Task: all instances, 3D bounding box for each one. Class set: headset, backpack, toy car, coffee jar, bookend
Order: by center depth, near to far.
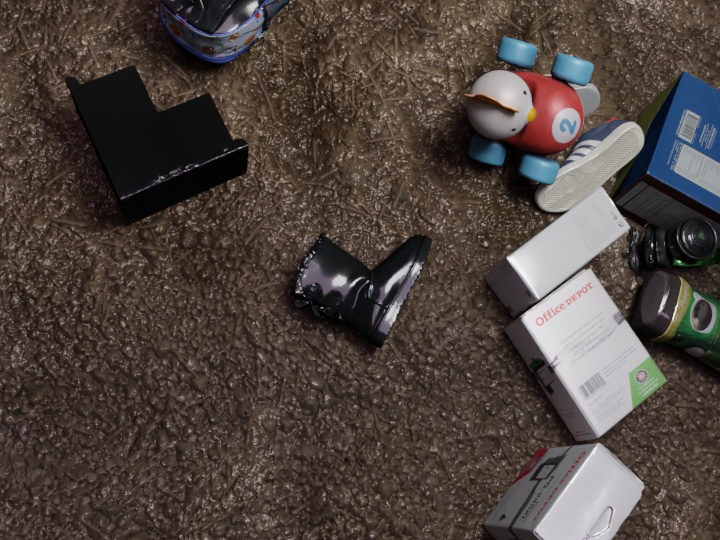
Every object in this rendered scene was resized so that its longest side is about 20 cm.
[{"bbox_3d":[0.226,-0.233,1.114,0.174,0.199,0.189,23,109,22],"label":"toy car"},{"bbox_3d":[-0.294,-0.208,1.118,0.195,0.092,0.203,-26,79,-17],"label":"bookend"},{"bbox_3d":[-0.215,-0.417,1.159,0.198,0.155,0.192,34,64,7],"label":"backpack"},{"bbox_3d":[0.478,-0.026,1.170,0.196,0.123,0.097,15,73,-29],"label":"headset"},{"bbox_3d":[0.519,0.083,1.183,0.196,0.085,0.106,25,74,-3],"label":"coffee jar"}]

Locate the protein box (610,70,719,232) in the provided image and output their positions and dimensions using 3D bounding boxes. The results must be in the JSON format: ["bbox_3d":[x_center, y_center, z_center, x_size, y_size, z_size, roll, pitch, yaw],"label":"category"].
[{"bbox_3d":[0.540,-0.163,1.228,0.196,0.135,0.202,27,72,-1],"label":"protein box"}]

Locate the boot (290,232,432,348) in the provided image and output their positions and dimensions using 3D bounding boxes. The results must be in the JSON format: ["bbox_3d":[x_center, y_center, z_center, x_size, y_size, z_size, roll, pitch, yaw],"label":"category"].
[{"bbox_3d":[0.000,0.000,1.126,0.160,0.074,0.201,29,73,3],"label":"boot"}]

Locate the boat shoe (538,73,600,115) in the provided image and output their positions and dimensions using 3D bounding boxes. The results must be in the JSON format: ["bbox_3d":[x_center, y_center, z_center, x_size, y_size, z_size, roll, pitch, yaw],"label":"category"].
[{"bbox_3d":[0.291,-0.286,1.260,0.194,0.072,0.065,-2,42,-2],"label":"boat shoe"}]

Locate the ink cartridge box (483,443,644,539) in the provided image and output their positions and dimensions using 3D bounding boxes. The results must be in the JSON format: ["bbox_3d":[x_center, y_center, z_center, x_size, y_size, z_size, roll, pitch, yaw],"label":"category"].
[{"bbox_3d":[0.262,0.313,1.014,0.083,0.200,0.145,42,72,4],"label":"ink cartridge box"}]

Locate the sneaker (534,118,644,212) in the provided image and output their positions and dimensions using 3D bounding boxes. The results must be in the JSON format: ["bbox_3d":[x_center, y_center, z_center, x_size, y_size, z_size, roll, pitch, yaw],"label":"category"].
[{"bbox_3d":[0.358,-0.173,1.240,0.198,0.085,0.076,-34,122,3],"label":"sneaker"}]

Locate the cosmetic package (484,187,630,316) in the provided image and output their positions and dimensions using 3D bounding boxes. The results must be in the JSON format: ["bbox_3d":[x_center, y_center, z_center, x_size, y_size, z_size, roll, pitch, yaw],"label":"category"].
[{"bbox_3d":[0.296,-0.025,1.161,0.198,0.113,0.082,-33,81,-19],"label":"cosmetic package"}]

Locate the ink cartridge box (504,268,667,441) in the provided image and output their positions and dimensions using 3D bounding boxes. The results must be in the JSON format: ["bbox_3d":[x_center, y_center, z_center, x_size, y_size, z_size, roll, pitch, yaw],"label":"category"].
[{"bbox_3d":[0.330,0.124,1.139,0.144,0.084,0.203,-30,81,-17],"label":"ink cartridge box"}]
